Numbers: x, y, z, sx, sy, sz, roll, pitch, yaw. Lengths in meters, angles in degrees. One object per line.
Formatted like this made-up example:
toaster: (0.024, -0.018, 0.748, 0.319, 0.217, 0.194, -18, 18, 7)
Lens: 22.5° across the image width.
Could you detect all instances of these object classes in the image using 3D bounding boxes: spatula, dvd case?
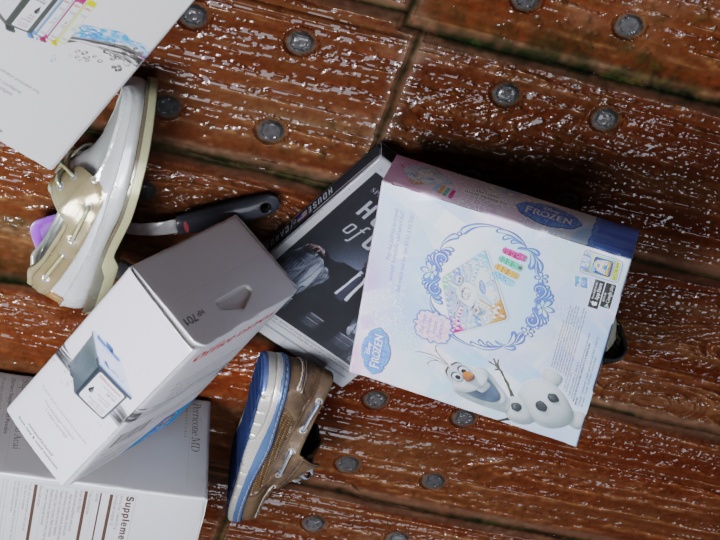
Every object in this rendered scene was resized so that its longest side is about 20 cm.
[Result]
spatula: (-0.161, -0.036, 1.446, 0.198, 0.021, 0.057, -9, 126, 4)
dvd case: (0.000, 0.000, 1.483, 0.150, 0.025, 0.200, 35, 121, -28)

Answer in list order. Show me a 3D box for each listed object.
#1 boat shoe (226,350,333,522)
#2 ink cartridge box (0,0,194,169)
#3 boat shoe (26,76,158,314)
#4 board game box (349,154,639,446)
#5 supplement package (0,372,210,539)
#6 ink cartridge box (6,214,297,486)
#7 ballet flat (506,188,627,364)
boat shoe: (-0.070, 0.153, 1.567, 0.072, 0.073, 0.201, 9, 137, -10)
ink cartridge box: (-0.207, -0.207, 1.219, 0.144, 0.148, 0.200, 31, 122, -25)
boat shoe: (-0.204, -0.059, 1.380, 0.068, 0.075, 0.202, 16, 113, -9)
board game box: (0.101, 0.026, 1.426, 0.197, 0.044, 0.201, 17, 130, 8)
supplement package: (-0.235, 0.179, 1.556, 0.198, 0.122, 0.121, 9, 129, -11)
ink cartridge box: (-0.164, 0.063, 1.427, 0.086, 0.146, 0.200, 49, 125, 8)
ballet flat: (0.165, 0.007, 1.466, 0.068, 0.068, 0.200, -53, 131, -17)
